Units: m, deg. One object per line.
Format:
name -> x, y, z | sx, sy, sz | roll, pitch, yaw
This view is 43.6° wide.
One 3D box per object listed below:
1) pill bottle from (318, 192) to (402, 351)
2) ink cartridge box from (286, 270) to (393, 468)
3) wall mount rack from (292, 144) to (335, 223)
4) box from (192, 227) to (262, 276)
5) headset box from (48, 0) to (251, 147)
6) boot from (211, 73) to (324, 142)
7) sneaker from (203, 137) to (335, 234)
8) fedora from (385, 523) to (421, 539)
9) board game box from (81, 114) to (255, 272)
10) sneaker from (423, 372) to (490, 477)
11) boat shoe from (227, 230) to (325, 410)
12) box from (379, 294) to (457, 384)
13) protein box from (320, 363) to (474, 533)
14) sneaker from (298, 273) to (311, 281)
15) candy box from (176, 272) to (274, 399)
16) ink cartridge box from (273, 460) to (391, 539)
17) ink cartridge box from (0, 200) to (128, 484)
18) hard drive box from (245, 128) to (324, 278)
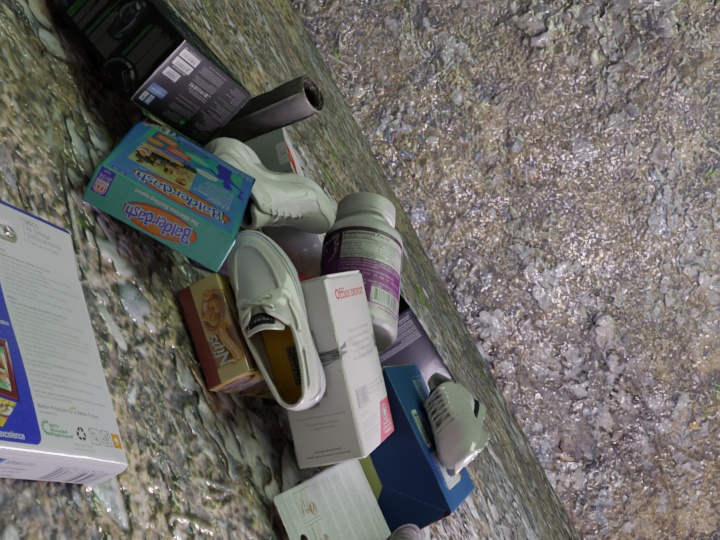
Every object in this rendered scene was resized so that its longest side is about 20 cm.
pill bottle -> 0.000, 0.000, 1.202 | 0.112, 0.111, 0.202 | 49, 38, -49
ink cartridge box -> -0.033, 0.108, 1.040 | 0.146, 0.082, 0.202 | -8, 85, -74
wall mount rack -> -0.104, -0.134, 1.582 | 0.175, 0.074, 0.200 | 62, 12, -3
box -> -0.178, -0.059, 1.158 | 0.138, 0.039, 0.200 | 65, 11, 16
headset box -> -0.251, -0.268, 1.066 | 0.200, 0.093, 0.174 | 49, 6, 19
boot -> -0.146, -0.213, 1.249 | 0.073, 0.199, 0.182 | 60, 11, -12
sneaker -> -0.119, -0.081, 1.141 | 0.199, 0.078, 0.100 | 24, 46, -27
fedora -> 0.073, 0.375, 0.990 | 0.200, 0.089, 0.179 | 30, 64, -61
board game box -> -0.197, -0.089, 0.967 | 0.151, 0.045, 0.200 | 30, 20, -12
sneaker -> 0.115, 0.195, 1.160 | 0.081, 0.076, 0.200 | 50, 9, -6
boat shoe -> -0.095, 0.051, 0.940 | 0.070, 0.070, 0.202 | 9, 62, -77
box -> 0.057, 0.120, 1.545 | 0.183, 0.104, 0.200 | 58, -2, -25
protein box -> 0.040, 0.243, 1.202 | 0.200, 0.134, 0.200 | 64, 11, 11
sneaker -> -0.052, 0.030, 1.327 | 0.200, 0.115, 0.079 | 55, 12, -40
candy box -> -0.125, 0.081, 1.032 | 0.116, 0.055, 0.200 | 68, 12, 17
ink cartridge box -> -0.030, 0.309, 1.007 | 0.199, 0.057, 0.164 | -7, 69, -60
ink cartridge box -> -0.249, 0.039, 0.606 | 0.201, 0.047, 0.198 | 66, 13, 23
hard drive box -> -0.114, -0.102, 1.360 | 0.156, 0.076, 0.201 | -107, 176, -50
